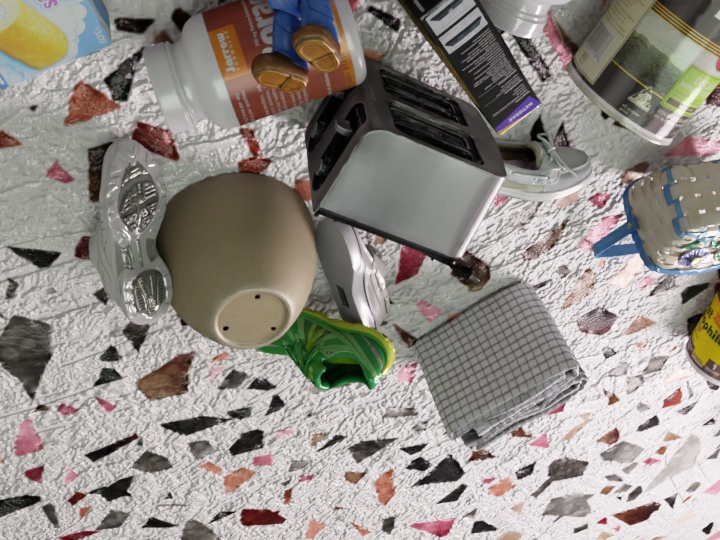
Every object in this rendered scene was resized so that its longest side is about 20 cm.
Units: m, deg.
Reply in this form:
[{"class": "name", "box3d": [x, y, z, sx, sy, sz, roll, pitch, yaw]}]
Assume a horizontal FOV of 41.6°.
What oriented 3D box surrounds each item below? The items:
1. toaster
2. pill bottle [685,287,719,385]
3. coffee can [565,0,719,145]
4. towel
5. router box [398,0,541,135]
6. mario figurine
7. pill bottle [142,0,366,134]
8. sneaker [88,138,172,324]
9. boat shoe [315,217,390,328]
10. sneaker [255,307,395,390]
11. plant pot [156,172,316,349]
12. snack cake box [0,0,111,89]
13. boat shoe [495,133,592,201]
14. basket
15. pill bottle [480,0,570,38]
[{"class": "toaster", "box3d": [0.048, -0.111, 0.985, 0.198, 0.182, 0.119, 20, 121, -18]}, {"class": "pill bottle", "box3d": [0.577, 0.072, 1.421, 0.108, 0.110, 0.202, 0, 131, -20]}, {"class": "coffee can", "box3d": [0.336, -0.257, 1.005, 0.145, 0.147, 0.201, 15, 125, -31]}, {"class": "towel", "box3d": [0.190, 0.135, 1.298, 0.199, 0.167, 0.086, -32, 140, 11]}, {"class": "router box", "box3d": [0.077, -0.240, 0.886, 0.052, 0.201, 0.157, -36, 133, 10]}, {"class": "mario figurine", "box3d": [-0.071, -0.262, 0.818, 0.122, 0.203, 0.106, -7, 155, 5]}, {"class": "pill bottle", "box3d": [-0.102, -0.204, 0.914, 0.198, 0.113, 0.113, -20, 135, -3]}, {"class": "sneaker", "box3d": [-0.263, -0.045, 1.026, 0.077, 0.099, 0.203, -17, 116, -44]}, {"class": "boat shoe", "box3d": [0.000, 0.000, 1.174, 0.066, 0.072, 0.201, -39, 135, -24]}, {"class": "sneaker", "box3d": [-0.056, 0.101, 1.191, 0.197, 0.084, 0.075, 9, 139, 21]}, {"class": "plant pot", "box3d": [-0.135, 0.011, 1.084, 0.197, 0.135, 0.202, -10, 134, -11]}, {"class": "snack cake box", "box3d": [-0.308, -0.270, 0.810, 0.114, 0.068, 0.201, -21, 135, 1]}, {"class": "boat shoe", "box3d": [0.183, -0.129, 1.120, 0.199, 0.075, 0.065, 1, 130, -9]}, {"class": "basket", "box3d": [0.415, -0.061, 1.232, 0.174, 0.141, 0.200, -8, 168, -12]}, {"class": "pill bottle", "box3d": [0.185, -0.331, 0.910, 0.103, 0.105, 0.201, 6, 128, -25]}]
